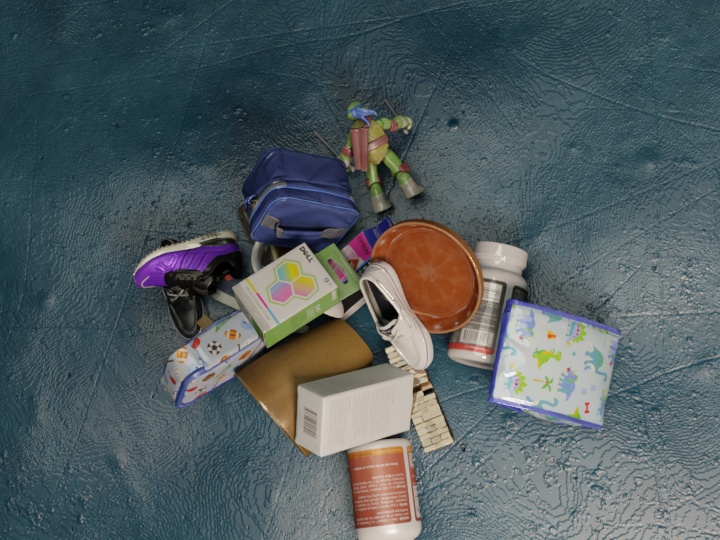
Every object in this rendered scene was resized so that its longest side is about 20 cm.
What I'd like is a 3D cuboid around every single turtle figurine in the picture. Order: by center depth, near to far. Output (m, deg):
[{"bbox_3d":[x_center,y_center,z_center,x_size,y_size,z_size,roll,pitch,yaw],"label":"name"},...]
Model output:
[{"bbox_3d":[0.035,-0.213,1.781,0.143,0.200,0.196,-25,93,-17],"label":"turtle figurine"}]

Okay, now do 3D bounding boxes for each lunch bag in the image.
[{"bbox_3d":[0.299,0.152,1.582,0.198,0.127,0.172,18,79,-27],"label":"lunch bag"},{"bbox_3d":[-0.239,0.149,1.669,0.199,0.161,0.076,-28,71,-31],"label":"lunch bag"},{"bbox_3d":[-0.110,-0.116,1.708,0.136,0.198,0.133,-51,44,42],"label":"lunch bag"}]

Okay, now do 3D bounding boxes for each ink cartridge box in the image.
[{"bbox_3d":[-0.101,0.027,1.625,0.199,0.059,0.104,-32,64,-14],"label":"ink cartridge box"},{"bbox_3d":[0.000,0.000,1.715,0.200,0.037,0.095,-40,70,31],"label":"ink cartridge box"}]

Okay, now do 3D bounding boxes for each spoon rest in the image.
[{"bbox_3d":[-0.112,0.026,1.706,0.199,0.099,0.061,37,101,15],"label":"spoon rest"}]

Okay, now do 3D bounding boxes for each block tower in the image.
[{"bbox_3d":[0.101,0.211,1.683,0.054,0.058,0.202,-23,72,6],"label":"block tower"}]

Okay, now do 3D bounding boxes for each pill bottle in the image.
[{"bbox_3d":[0.041,0.386,1.626,0.111,0.112,0.202,-9,76,10],"label":"pill bottle"},{"bbox_3d":[0.220,0.061,1.658,0.115,0.116,0.202,10,80,14],"label":"pill bottle"}]

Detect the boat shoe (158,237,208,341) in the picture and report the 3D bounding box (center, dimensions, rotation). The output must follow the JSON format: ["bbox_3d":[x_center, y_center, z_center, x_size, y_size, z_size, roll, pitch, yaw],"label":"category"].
[{"bbox_3d":[-0.332,0.035,1.807,0.071,0.068,0.202,-15,75,8],"label":"boat shoe"}]

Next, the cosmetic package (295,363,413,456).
[{"bbox_3d":[-0.008,0.224,1.601,0.071,0.199,0.103,18,109,46],"label":"cosmetic package"}]

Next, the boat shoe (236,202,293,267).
[{"bbox_3d":[-0.162,-0.040,1.792,0.064,0.073,0.202,-29,81,33],"label":"boat shoe"}]

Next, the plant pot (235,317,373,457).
[{"bbox_3d":[-0.081,0.180,1.676,0.200,0.187,0.186,-42,73,-11],"label":"plant pot"}]

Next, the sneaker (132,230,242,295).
[{"bbox_3d":[-0.302,0.004,1.741,0.198,0.070,0.100,-21,64,-9],"label":"sneaker"}]

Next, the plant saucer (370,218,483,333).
[{"bbox_3d":[0.109,0.008,1.604,0.198,0.032,0.202,14,122,23],"label":"plant saucer"}]

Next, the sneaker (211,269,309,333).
[{"bbox_3d":[-0.172,0.046,1.766,0.198,0.075,0.085,24,88,16],"label":"sneaker"}]

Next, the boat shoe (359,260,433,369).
[{"bbox_3d":[0.052,0.085,1.620,0.073,0.065,0.201,-22,103,38],"label":"boat shoe"}]

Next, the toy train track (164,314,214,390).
[{"bbox_3d":[-0.278,0.150,1.787,0.200,0.033,0.115,-43,104,7],"label":"toy train track"}]
